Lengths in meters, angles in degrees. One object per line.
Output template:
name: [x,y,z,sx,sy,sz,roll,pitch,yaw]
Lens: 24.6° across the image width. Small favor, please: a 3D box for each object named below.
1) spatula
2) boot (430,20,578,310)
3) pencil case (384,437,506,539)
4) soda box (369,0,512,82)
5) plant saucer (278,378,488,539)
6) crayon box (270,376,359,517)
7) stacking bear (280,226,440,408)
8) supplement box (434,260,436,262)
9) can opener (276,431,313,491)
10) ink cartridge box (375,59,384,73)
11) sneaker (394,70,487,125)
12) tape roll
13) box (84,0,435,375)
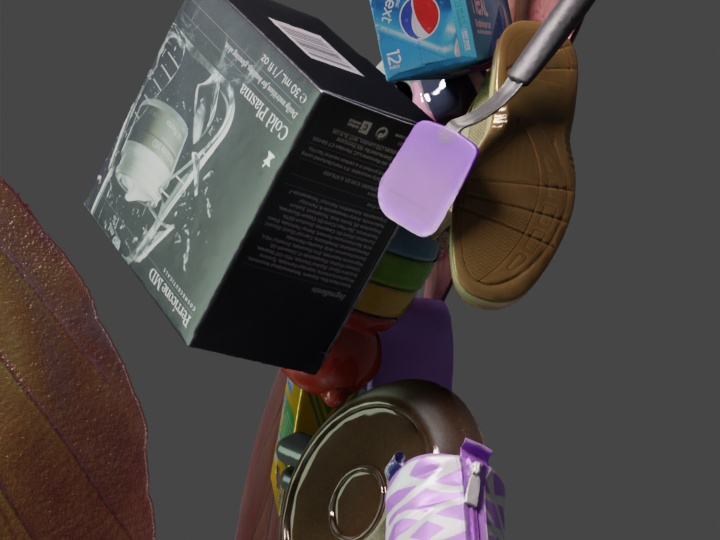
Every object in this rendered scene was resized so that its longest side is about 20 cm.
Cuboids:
spatula: [0.082,-0.106,0.992,0.200,0.056,0.021,-49,-40,-13]
boot: [0.081,-0.039,1.062,0.156,0.072,0.202,117,165,-59]
pencil case: [0.058,0.197,0.989,0.086,0.083,0.201,-48,28,32]
soda box: [0.060,-0.168,1.123,0.200,0.064,0.069,-27,-75,-75]
plant saucer: [0.006,0.168,1.163,0.199,0.032,0.202,-27,50,38]
crayon box: [-0.032,0.095,1.375,0.126,0.051,0.202,-128,47,-80]
stacking bear: [0.000,0.000,1.239,0.121,0.113,0.202,27,101,36]
supplement box: [-0.012,-0.074,1.368,0.199,0.085,0.112,10,-92,-57]
can opener: [0.000,0.170,1.227,0.199,0.066,0.053,21,122,49]
ink cartridge box: [0.034,-0.134,1.653,0.200,0.050,0.163,158,120,-77]
sneaker: [0.040,-0.152,1.315,0.071,0.082,0.200,59,175,-20]
tape roll: [0.023,0.120,1.365,0.200,0.065,0.202,-172,90,-82]
box: [-0.072,-0.069,1.162,0.200,0.123,0.198,46,115,46]
